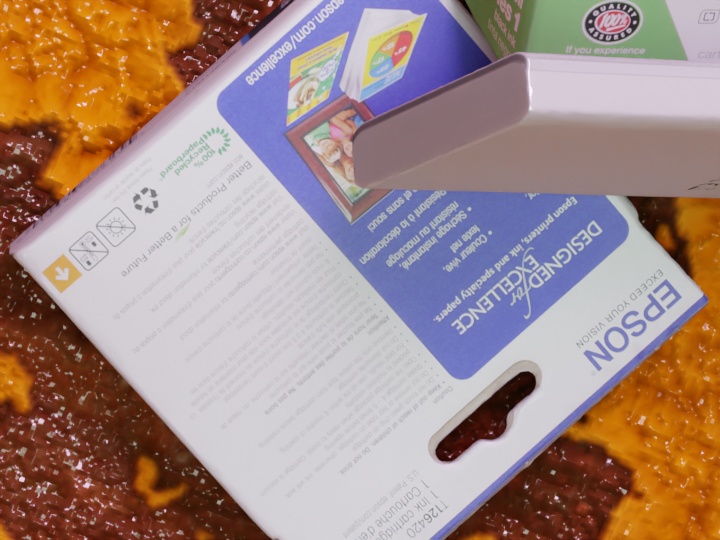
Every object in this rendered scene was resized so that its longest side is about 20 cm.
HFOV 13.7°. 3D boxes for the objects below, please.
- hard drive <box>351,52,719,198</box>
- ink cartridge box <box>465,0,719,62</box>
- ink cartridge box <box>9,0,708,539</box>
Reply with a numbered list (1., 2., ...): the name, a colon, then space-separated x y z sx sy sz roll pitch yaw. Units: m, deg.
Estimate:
1. hard drive: 0.114 -0.051 1.104 0.199 0.132 0.027 0 80 -28
2. ink cartridge box: 0.128 -0.170 1.074 0.145 0.085 0.201 -2 127 -16
3. ink cartridge box: 0.000 0.000 1.184 0.197 0.047 0.200 -41 103 2
